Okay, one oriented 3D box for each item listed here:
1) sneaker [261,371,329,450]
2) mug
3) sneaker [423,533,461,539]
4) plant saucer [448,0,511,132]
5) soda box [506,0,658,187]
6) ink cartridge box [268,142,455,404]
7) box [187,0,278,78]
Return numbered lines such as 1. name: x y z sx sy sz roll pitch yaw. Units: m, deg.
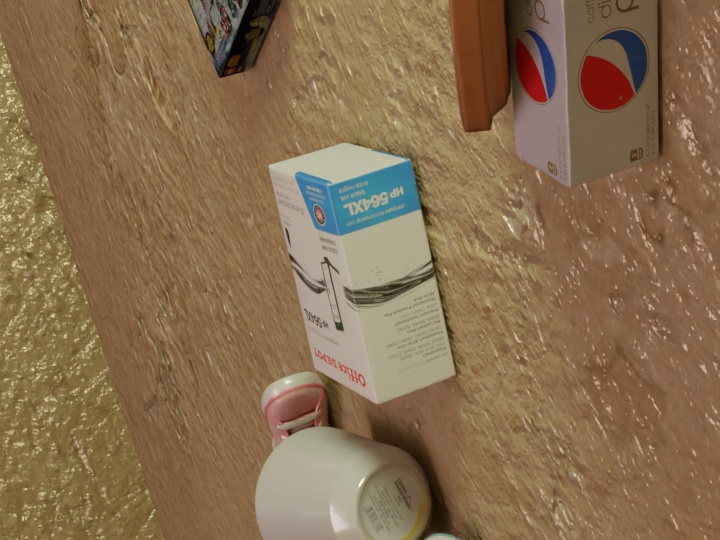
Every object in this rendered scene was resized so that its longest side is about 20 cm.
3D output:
1. sneaker: -0.057 0.194 1.602 0.201 0.075 0.105 91 157 -58
2. mug: 0.010 0.233 1.432 0.153 0.185 0.151 -12 64 61
3. sneaker: 0.042 0.332 1.352 0.076 0.081 0.201 26 127 3
4. plant saucer: 0.074 -0.187 0.895 0.200 0.032 0.202 -2 -90 -83
5. soda box: 0.128 -0.156 0.844 0.064 0.068 0.201 40 143 54
6. ink cartridge box: 0.000 0.000 1.279 0.146 0.084 0.202 21 126 64
7. box: -0.130 -0.294 1.422 0.138 0.040 0.200 68 160 12
